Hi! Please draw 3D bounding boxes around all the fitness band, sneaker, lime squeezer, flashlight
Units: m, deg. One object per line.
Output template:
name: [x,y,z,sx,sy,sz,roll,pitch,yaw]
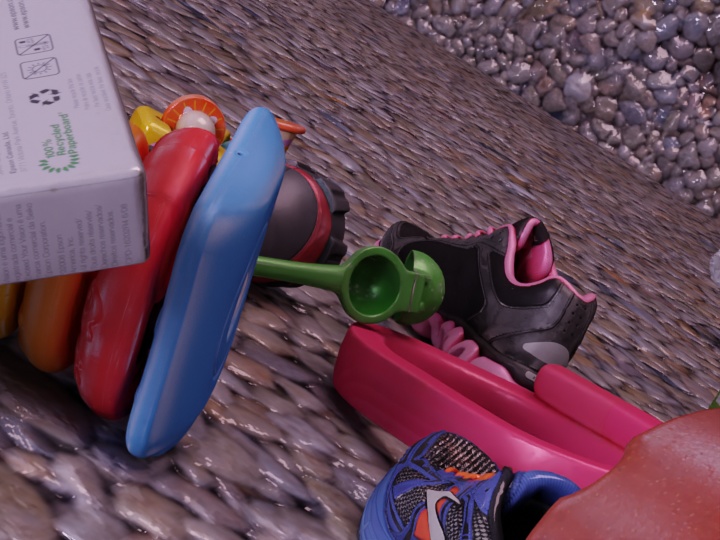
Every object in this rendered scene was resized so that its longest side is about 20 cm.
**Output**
fitness band: [0.074,0.072,0.839,0.143,0.038,0.200,10,13,-41]
sneaker: [0.052,0.100,0.634,0.075,0.079,0.200,29,12,-15]
lime squeezer: [0.000,0.000,0.881,0.070,0.038,0.200,32,12,20]
flashlight: [-0.065,-0.027,0.880,0.068,0.068,0.200,69,16,10]
sneaker: [0.072,0.007,1.037,0.079,0.096,0.200,22,13,-31]

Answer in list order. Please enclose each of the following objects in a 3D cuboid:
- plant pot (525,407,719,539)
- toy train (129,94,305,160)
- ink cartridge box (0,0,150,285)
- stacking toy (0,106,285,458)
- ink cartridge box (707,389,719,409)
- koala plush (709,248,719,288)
plant pot: [0.137,0.139,0.459,0.200,0.201,0.195,22,6,-37]
toy train: [-0.110,-0.096,1.100,0.200,0.056,0.150,18,18,-47]
ink cartridge box: [-0.182,-0.055,0.602,0.199,0.041,0.200,-7,36,-13]
stacking toy: [-0.136,-0.022,0.660,0.199,0.110,0.116,19,27,-1]
ink cartridge box: [0.349,0.137,1.240,0.199,0.076,0.148,26,13,-17]
koala plush: [0.417,0.039,1.641,0.200,0.185,0.177,25,5,42]
